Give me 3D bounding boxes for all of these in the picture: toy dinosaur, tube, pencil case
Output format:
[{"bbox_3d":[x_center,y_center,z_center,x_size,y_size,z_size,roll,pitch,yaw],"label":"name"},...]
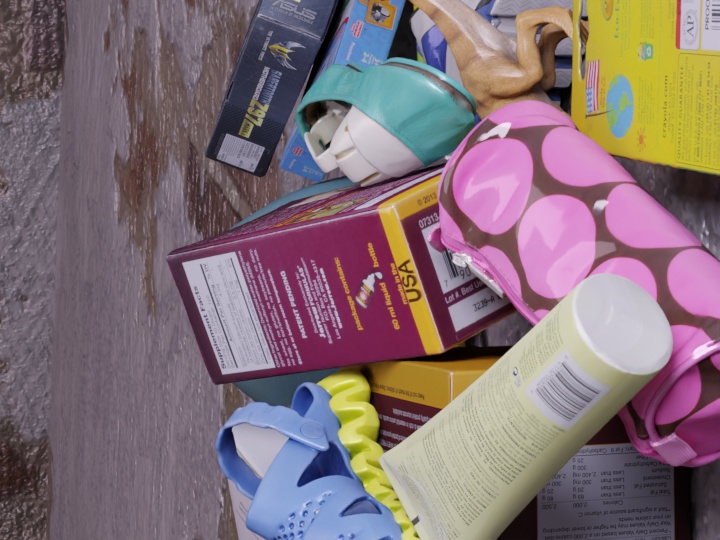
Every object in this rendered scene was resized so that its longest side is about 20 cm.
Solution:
[{"bbox_3d":[0.076,-0.111,1.073,0.200,0.106,0.060,54,-156,-9],"label":"toy dinosaur"},{"bbox_3d":[0.069,0.073,0.910,0.200,0.052,0.058,-51,19,46],"label":"tube"},{"bbox_3d":[0.116,0.008,0.942,0.200,0.094,0.091,48,176,42],"label":"pencil case"}]

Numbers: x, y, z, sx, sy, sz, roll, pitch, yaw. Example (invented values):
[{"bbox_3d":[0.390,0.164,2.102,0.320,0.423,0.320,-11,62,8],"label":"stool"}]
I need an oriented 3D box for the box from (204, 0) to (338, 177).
[{"bbox_3d":[-0.047,-0.179,1.377,0.200,0.051,0.158,121,167,-60],"label":"box"}]

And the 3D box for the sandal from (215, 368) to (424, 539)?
[{"bbox_3d":[-0.021,0.131,1.037,0.200,0.087,0.080,-117,33,-52],"label":"sandal"}]

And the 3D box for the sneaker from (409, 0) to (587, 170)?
[{"bbox_3d":[0.073,-0.101,1.185,0.115,0.080,0.200,-121,40,-58],"label":"sneaker"}]

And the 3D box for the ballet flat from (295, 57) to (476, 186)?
[{"bbox_3d":[0.009,-0.080,1.129,0.070,0.067,0.200,-51,16,-5],"label":"ballet flat"}]

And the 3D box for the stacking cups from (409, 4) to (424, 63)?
[{"bbox_3d":[0.062,-0.101,1.260,0.061,0.060,0.200,-161,68,-72],"label":"stacking cups"}]

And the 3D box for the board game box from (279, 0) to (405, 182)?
[{"bbox_3d":[0.004,-0.179,1.346,0.151,0.037,0.200,125,164,-63],"label":"board game box"}]

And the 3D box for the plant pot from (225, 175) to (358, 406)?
[{"bbox_3d":[-0.033,0.025,1.385,0.200,0.135,0.200,-176,90,-82],"label":"plant pot"}]

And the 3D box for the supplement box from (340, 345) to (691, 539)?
[{"bbox_3d":[0.079,0.146,1.082,0.197,0.133,0.200,-178,87,-73],"label":"supplement box"}]

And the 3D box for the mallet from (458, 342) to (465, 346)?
[{"bbox_3d":[0.063,0.012,1.298,0.066,0.041,0.200,131,139,-68],"label":"mallet"}]

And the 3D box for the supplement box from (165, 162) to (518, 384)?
[{"bbox_3d":[0.000,0.000,1.118,0.200,0.110,0.086,-11,100,48],"label":"supplement box"}]

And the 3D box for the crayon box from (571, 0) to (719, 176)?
[{"bbox_3d":[0.159,-0.114,0.938,0.200,0.051,0.127,-154,63,-70],"label":"crayon box"}]

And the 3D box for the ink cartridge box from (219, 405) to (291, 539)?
[{"bbox_3d":[0.006,0.179,1.236,0.084,0.146,0.200,-140,37,-60],"label":"ink cartridge box"}]
